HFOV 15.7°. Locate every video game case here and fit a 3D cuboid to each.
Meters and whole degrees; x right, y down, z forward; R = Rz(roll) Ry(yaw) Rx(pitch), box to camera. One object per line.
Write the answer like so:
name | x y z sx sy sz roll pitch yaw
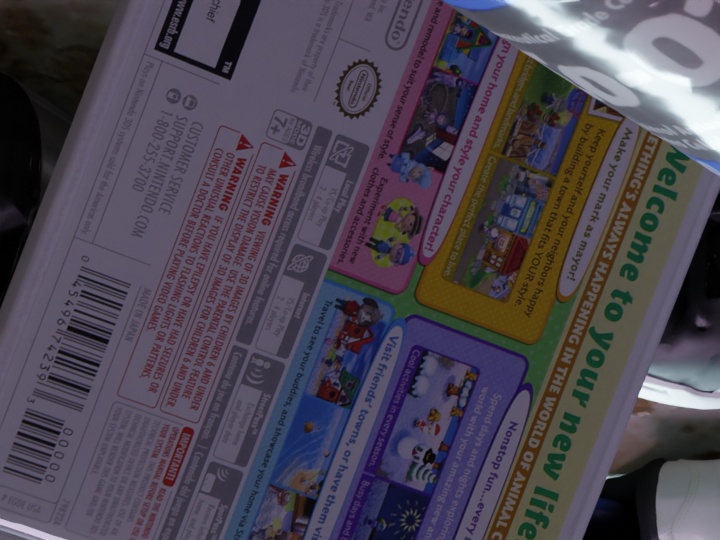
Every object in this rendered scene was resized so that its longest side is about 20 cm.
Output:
video game case | 0.000 0.000 0.728 0.181 0.201 0.022 21 -178 -19

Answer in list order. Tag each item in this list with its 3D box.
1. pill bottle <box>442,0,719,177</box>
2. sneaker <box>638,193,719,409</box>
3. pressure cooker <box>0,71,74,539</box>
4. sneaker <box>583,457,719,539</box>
pill bottle | 0.059 -0.104 0.606 0.199 0.114 0.114 28 142 -30
sneaker | 0.151 -0.013 0.780 0.199 0.073 0.112 5 146 -12
pressure cooker | -0.098 0.052 0.823 0.200 0.180 0.175 32 137 -33
sneaker | 0.133 0.126 0.999 0.114 0.081 0.200 3 141 14
